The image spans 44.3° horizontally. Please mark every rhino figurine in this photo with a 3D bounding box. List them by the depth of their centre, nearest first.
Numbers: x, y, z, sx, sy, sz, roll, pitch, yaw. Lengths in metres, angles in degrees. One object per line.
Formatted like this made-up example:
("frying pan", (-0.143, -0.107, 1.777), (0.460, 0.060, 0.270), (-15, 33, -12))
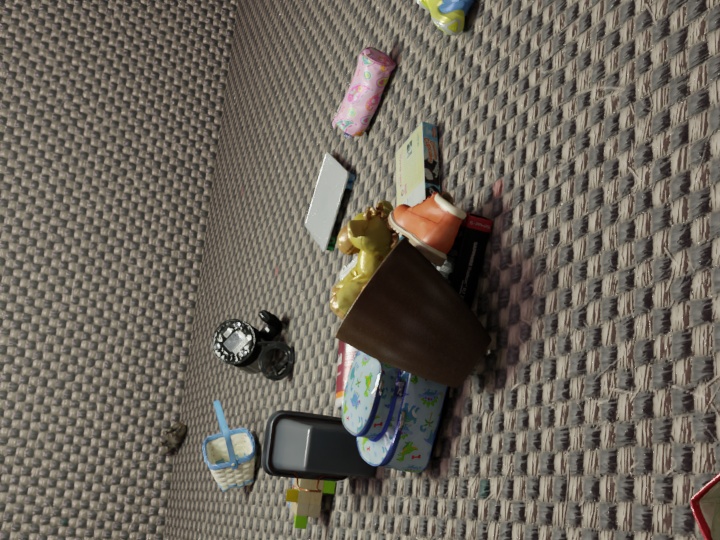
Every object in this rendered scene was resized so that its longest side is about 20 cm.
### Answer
("rhino figurine", (-0.689, 0.624, 3.235), (0.060, 0.087, 0.201), (46, 135, 16))

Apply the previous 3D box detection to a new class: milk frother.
("milk frother", (-0.261, 0.222, 2.306), (0.201, 0.180, 0.188), (62, -178, 17))

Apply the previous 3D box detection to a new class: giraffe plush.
("giraffe plush", (0.020, -0.029, 1.574), (0.173, 0.199, 0.163), (-74, -38, -72))

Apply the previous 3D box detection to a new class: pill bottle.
("pill bottle", (0.014, 0.161, 1.654), (0.114, 0.113, 0.202), (145, 133, -60))

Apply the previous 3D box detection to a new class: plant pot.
("plant pot", (0.095, 0.083, 1.356), (0.188, 0.199, 0.187), (-54, -5, -8))

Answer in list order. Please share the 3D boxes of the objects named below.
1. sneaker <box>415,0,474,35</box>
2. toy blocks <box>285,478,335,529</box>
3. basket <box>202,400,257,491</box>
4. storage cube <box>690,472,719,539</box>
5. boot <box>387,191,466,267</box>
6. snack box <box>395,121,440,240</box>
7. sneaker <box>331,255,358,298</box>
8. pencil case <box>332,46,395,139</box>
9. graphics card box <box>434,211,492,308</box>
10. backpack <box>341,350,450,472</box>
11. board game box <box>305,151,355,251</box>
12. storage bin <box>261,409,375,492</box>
("sneaker", (0.169, -0.530, 1.690), (0.105, 0.075, 0.201), (-53, 38, 25))
("toy blocks", (-0.112, 0.436, 1.884), (0.137, 0.099, 0.202), (151, 127, -77))
("basket", (-0.352, 0.465, 2.353), (0.176, 0.138, 0.201), (-126, 20, -61))
("storage cube", (0.384, 0.199, 0.623), (0.172, 0.178, 0.201), (-101, 32, -44))
("boot", (0.114, -0.088, 1.472), (0.108, 0.075, 0.200), (-62, 26, 10))
("snack box", (0.109, -0.168, 1.685), (0.116, 0.037, 0.202), (135, 141, -54))
("sneaker", (0.000, 0.000, 1.789), (0.075, 0.081, 0.201), (-20, -46, -64))
("pencil case", (0.006, -0.399, 1.997), (0.088, 0.087, 0.201), (-105, 35, -49))
("graphics card box", (0.151, 0.001, 1.478), (0.125, 0.050, 0.202), (-158, 81, -68))
("backpack", (0.051, 0.228, 1.487), (0.183, 0.146, 0.202), (-162, 82, -71))
("board game box", (-0.076, -0.169, 2.163), (0.200, 0.026, 0.202), (-128, 53, -62))
("storage bin", (-0.069, 0.349, 1.679), (0.134, 0.199, 0.147), (-8, 72, 57))
